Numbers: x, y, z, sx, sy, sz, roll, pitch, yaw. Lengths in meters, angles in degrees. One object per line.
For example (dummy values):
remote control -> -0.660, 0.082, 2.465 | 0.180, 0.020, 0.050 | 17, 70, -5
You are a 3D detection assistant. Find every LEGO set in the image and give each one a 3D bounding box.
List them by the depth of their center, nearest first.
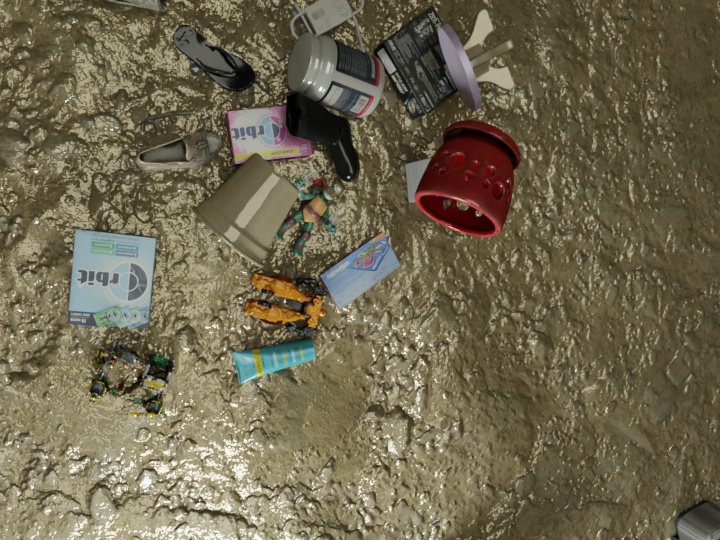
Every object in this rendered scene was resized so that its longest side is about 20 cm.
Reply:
LEGO set -> -0.503, 0.248, 1.242 | 0.197, 0.116, 0.156 | 32, 85, -17

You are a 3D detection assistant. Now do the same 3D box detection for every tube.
tube -> -0.207, 0.213, 1.375 | 0.194, 0.050, 0.080 | -13, 92, -10

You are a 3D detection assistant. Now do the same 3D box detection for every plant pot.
plant pot -> 0.233, -0.194, 1.187 | 0.197, 0.200, 0.187 | 29, 78, -17
plant pot -> -0.236, -0.144, 1.239 | 0.199, 0.200, 0.185 | 39, 89, -17

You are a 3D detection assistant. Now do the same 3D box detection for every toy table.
toy table -> 0.273, -0.491, 1.309 | 0.115, 0.185, 0.203 | -26, 116, 2

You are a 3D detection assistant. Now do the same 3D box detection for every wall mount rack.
wall mount rack -> -0.068, -0.568, 1.331 | 0.197, 0.074, 0.177 | -33, 101, -11

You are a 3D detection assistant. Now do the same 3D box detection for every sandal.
sandal -> -0.330, -0.473, 1.269 | 0.196, 0.043, 0.078 | 28, 87, -18

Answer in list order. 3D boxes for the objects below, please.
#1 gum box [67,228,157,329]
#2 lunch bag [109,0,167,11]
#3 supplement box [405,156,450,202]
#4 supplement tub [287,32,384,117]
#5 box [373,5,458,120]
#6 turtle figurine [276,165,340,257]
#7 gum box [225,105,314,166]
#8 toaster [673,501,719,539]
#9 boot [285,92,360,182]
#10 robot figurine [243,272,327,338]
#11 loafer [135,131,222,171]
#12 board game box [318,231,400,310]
gum box -> -0.546, 0.020, 1.247 | 0.165, 0.044, 0.207 | 5, 93, -18
lunch bag -> -0.494, -0.638, 1.154 | 0.194, 0.140, 0.173 | 6, 110, -15
supplement box -> 0.191, -0.223, 1.376 | 0.098, 0.199, 0.107 | -9, 97, -16
supplement tub -> -0.054, -0.444, 1.288 | 0.195, 0.139, 0.145 | 9, 93, -33
box -> 0.154, -0.510, 1.396 | 0.163, 0.086, 0.202 | -38, 105, -11
turtle figurine -> -0.113, -0.139, 1.341 | 0.149, 0.101, 0.201 | 42, 98, -3
gum box -> -0.207, -0.314, 1.310 | 0.194, 0.066, 0.117 | -11, 97, -16
toaster -> 1.113, 0.838, 1.803 | 0.195, 0.129, 0.117 | -18, 99, -15
boot -> -0.085, -0.297, 1.281 | 0.064, 0.198, 0.170 | -21, 76, 26
robot figurine -> -0.175, 0.077, 1.362 | 0.195, 0.058, 0.149 | 17, 90, -17
loafer -> -0.401, -0.263, 1.256 | 0.195, 0.063, 0.074 | -18, 100, -15
board game box -> 0.000, 0.000, 1.430 | 0.197, 0.019, 0.105 | -34, 105, -12
